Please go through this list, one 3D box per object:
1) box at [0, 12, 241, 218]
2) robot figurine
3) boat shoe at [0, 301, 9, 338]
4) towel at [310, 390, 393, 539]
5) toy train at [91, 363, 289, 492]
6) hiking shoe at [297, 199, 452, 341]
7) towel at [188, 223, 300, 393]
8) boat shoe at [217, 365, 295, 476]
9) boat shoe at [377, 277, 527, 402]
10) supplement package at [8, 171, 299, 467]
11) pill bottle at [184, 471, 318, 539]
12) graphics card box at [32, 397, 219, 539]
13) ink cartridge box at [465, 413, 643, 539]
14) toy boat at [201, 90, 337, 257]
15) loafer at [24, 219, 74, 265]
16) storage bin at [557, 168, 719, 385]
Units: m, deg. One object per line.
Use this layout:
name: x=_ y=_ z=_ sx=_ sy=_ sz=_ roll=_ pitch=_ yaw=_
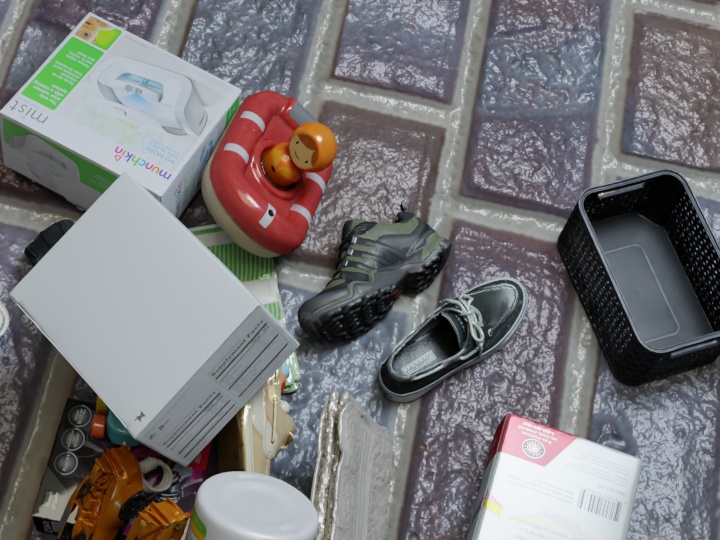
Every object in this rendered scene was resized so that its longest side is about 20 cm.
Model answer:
box: x=-0.258 y=-0.153 z=1.369 sx=0.198 sy=0.097 sz=0.177 roll=28 pitch=55 yaw=7
robot figurine: x=-0.229 y=0.265 z=1.127 sx=0.145 sy=0.202 sz=0.058 roll=40 pitch=25 yaw=30
boat shoe: x=-0.452 y=0.031 z=1.277 sx=0.198 sy=0.062 sz=0.075 roll=21 pitch=46 yaw=-7
towel: x=-0.007 y=0.228 z=1.204 sx=0.034 sy=0.133 sz=0.202 roll=-6 pitch=61 yaw=23
toy train: x=-0.166 y=0.117 z=1.232 sx=0.150 sy=0.056 sz=0.199 roll=37 pitch=50 yaw=21
hiking shoe: x=0.000 y=0.000 z=1.356 sx=0.199 sy=0.076 sz=0.101 roll=-30 pitch=62 yaw=-29
towel: x=-0.154 y=0.044 z=1.335 sx=0.150 sy=0.023 sz=0.202 roll=-9 pitch=66 yaw=-11
boat shoe: x=-0.094 y=0.145 z=1.195 sx=0.068 sy=0.074 sz=0.203 roll=0 pitch=85 yaw=-27
boat shoe: x=0.102 y=0.062 z=1.332 sx=0.198 sy=0.068 sz=0.074 roll=-28 pitch=70 yaw=-20
supplement package: x=-0.185 y=0.043 z=1.137 sx=0.156 sy=0.111 sz=0.200 roll=-46 pitch=64 yaw=-4
pill bottle: x=-0.113 y=0.291 z=1.117 sx=0.110 sy=0.202 sz=0.111 roll=15 pitch=18 yaw=-5
graphics card box: x=-0.206 y=0.208 z=1.229 sx=0.197 sy=0.051 sz=0.127 roll=12 pitch=61 yaw=0
ink cartridge box: x=0.178 y=0.263 z=1.233 sx=0.144 sy=0.083 sz=0.202 roll=19 pitch=63 yaw=2
toy boat: x=-0.077 y=-0.112 z=1.332 sx=0.130 sy=0.130 sz=0.201 roll=42 pitch=45 yaw=-23
loafer: x=-0.292 y=0.032 z=1.285 sx=0.070 sy=0.068 sz=0.201 roll=-29 pitch=51 yaw=-3
storage bin: x=0.315 y=0.007 z=1.375 sx=0.134 sy=0.094 sz=0.202 roll=-14 pitch=67 yaw=-14
